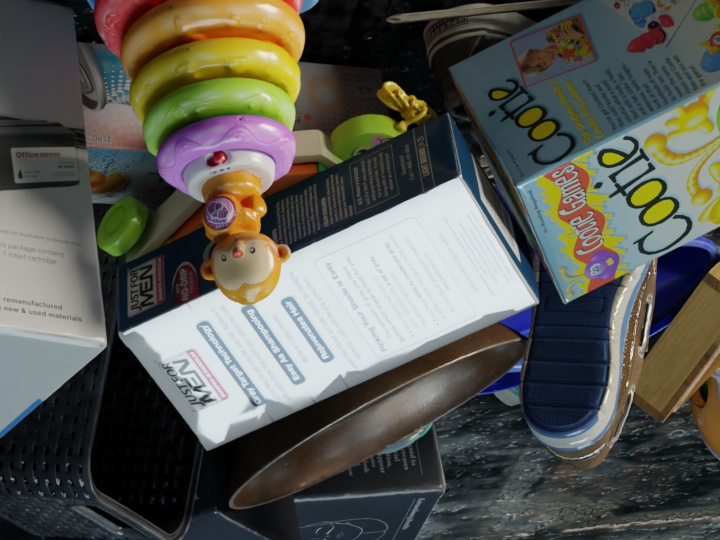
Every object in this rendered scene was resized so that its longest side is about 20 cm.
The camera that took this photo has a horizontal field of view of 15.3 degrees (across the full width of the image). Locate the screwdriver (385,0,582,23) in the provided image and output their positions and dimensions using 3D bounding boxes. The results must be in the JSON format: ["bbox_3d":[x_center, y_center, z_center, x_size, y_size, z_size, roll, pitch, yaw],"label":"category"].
[{"bbox_3d":[0.111,-0.149,1.459,0.199,0.029,0.028,-2,155,-8],"label":"screwdriver"}]

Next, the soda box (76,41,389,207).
[{"bbox_3d":[-0.081,-0.076,1.481,0.200,0.069,0.064,3,152,-28],"label":"soda box"}]

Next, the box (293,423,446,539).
[{"bbox_3d":[-0.056,0.144,1.912,0.199,0.107,0.149,-3,154,-14],"label":"box"}]

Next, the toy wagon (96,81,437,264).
[{"bbox_3d":[-0.037,-0.022,1.441,0.155,0.040,0.200,33,120,-30],"label":"toy wagon"}]

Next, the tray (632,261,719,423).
[{"bbox_3d":[0.235,0.021,1.688,0.099,0.037,0.200,-57,168,27],"label":"tray"}]

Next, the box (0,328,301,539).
[{"bbox_3d":[-0.159,0.102,1.676,0.196,0.200,0.117,-20,153,19],"label":"box"}]

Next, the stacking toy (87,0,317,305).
[{"bbox_3d":[-0.070,-0.075,1.333,0.116,0.200,0.110,-13,155,7],"label":"stacking toy"}]

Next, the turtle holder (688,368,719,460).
[{"bbox_3d":[0.314,0.070,1.866,0.185,0.141,0.132,-14,139,30],"label":"turtle holder"}]

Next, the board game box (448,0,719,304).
[{"bbox_3d":[0.166,-0.089,1.426,0.200,0.105,0.103,-26,137,0],"label":"board game box"}]

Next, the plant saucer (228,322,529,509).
[{"bbox_3d":[0.005,0.077,1.560,0.200,0.035,0.200,-29,169,-6],"label":"plant saucer"}]

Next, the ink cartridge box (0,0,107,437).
[{"bbox_3d":[-0.207,-0.026,1.385,0.084,0.200,0.145,10,148,-33],"label":"ink cartridge box"}]

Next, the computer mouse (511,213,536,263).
[{"bbox_3d":[0.000,0.000,1.537,0.200,0.046,0.140,-34,138,20],"label":"computer mouse"}]

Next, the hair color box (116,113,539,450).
[{"bbox_3d":[-0.018,0.007,1.403,0.200,0.061,0.100,-25,127,12],"label":"hair color box"}]

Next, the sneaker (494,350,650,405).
[{"bbox_3d":[0.142,0.055,1.855,0.080,0.072,0.200,-27,156,22],"label":"sneaker"}]

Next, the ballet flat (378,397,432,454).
[{"bbox_3d":[-0.032,0.071,1.725,0.074,0.074,0.200,9,-178,-35],"label":"ballet flat"}]

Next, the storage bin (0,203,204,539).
[{"bbox_3d":[-0.152,0.046,1.537,0.094,0.200,0.135,0,160,23],"label":"storage bin"}]

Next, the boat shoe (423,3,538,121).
[{"bbox_3d":[0.117,-0.094,1.526,0.200,0.064,0.071,11,148,-38],"label":"boat shoe"}]

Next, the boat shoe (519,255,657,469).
[{"bbox_3d":[0.135,0.021,1.559,0.072,0.200,0.072,7,152,22],"label":"boat shoe"}]

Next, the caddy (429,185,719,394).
[{"bbox_3d":[0.125,0.012,1.670,0.200,0.105,0.141,-18,153,-10],"label":"caddy"}]
